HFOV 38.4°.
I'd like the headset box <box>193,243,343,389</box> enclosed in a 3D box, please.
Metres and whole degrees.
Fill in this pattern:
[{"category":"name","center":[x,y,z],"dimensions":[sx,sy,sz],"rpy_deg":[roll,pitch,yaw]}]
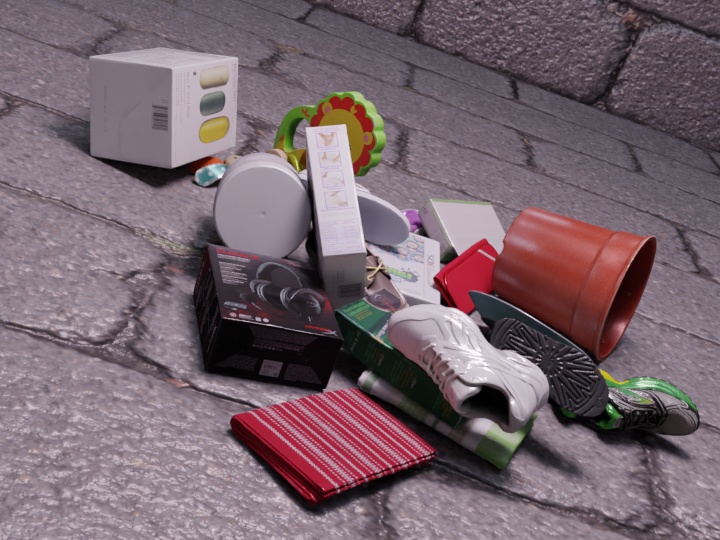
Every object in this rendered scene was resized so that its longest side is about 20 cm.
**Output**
[{"category":"headset box","center":[-0.117,0.048,1.246],"dimensions":[0.148,0.078,0.200],"rpy_deg":[12,26,-19]}]

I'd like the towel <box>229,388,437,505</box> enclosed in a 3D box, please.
[{"category":"towel","center":[-0.027,0.181,1.101],"dimensions":[0.144,0.023,0.199],"rpy_deg":[35,25,33]}]

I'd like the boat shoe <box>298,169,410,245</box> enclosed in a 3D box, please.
[{"category":"boat shoe","center":[-0.011,-0.105,1.565],"dimensions":[0.199,0.074,0.065],"rpy_deg":[27,35,5]}]

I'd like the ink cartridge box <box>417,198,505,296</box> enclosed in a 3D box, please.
[{"category":"ink cartridge box","center":[0.194,-0.028,1.711],"dimensions":[0.145,0.048,0.201],"rpy_deg":[1,55,-38]}]

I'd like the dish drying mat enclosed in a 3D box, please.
[{"category":"dish drying mat","center":[0.174,0.009,1.586],"dimensions":[0.077,0.018,0.200],"rpy_deg":[58,33,-1]}]

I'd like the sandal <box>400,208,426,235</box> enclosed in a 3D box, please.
[{"category":"sandal","center":[0.060,-0.081,1.707],"dimensions":[0.082,0.050,0.202],"rpy_deg":[27,24,16]}]

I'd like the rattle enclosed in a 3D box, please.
[{"category":"rattle","center":[-0.157,-0.182,1.642],"dimensions":[0.199,0.143,0.131],"rpy_deg":[24,41,-8]}]

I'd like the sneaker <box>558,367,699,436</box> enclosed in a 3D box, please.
[{"category":"sneaker","center":[0.347,0.187,1.355],"dimensions":[0.198,0.078,0.085],"rpy_deg":[11,30,0]}]

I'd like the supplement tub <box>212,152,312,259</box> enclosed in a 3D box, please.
[{"category":"supplement tub","center":[-0.134,-0.089,1.406],"dimensions":[0.131,0.133,0.200],"rpy_deg":[17,9,-10]}]

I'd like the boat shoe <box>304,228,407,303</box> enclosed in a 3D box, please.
[{"category":"boat shoe","center":[0.000,0.000,1.430],"dimensions":[0.072,0.060,0.200],"rpy_deg":[-18,55,-41]}]

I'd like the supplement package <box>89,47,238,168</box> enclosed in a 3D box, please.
[{"category":"supplement package","center":[-0.305,-0.260,1.620],"dimensions":[0.150,0.153,0.200],"rpy_deg":[11,19,20]}]

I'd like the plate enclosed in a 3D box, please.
[{"category":"plate","center":[0.229,0.090,1.427],"dimensions":[0.199,0.026,0.200],"rpy_deg":[31,-6,4]}]

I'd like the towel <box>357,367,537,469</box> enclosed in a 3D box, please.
[{"category":"towel","center":[0.107,0.162,1.257],"dimensions":[0.199,0.031,0.149],"rpy_deg":[30,27,15]}]

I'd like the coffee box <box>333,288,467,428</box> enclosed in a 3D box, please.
[{"category":"coffee box","center":[0.070,0.101,1.256],"dimensions":[0.199,0.044,0.123],"rpy_deg":[35,28,22]}]

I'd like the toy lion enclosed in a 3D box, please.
[{"category":"toy lion","center":[-0.053,-0.213,1.720],"dimensions":[0.199,0.193,0.068],"rpy_deg":[33,26,28]}]

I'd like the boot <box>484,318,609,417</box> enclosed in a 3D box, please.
[{"category":"boot","center":[0.225,0.127,1.307],"dimensions":[0.165,0.066,0.200],"rpy_deg":[39,-8,8]}]

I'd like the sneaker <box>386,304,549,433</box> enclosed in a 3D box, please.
[{"category":"sneaker","center":[0.110,0.109,1.146],"dimensions":[0.199,0.078,0.099],"rpy_deg":[28,34,14]}]

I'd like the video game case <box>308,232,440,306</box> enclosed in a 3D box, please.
[{"category":"video game case","center":[0.025,-0.021,1.550],"dimensions":[0.199,0.024,0.182],"rpy_deg":[18,31,-7]}]

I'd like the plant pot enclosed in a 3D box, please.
[{"category":"plant pot","center":[0.317,0.006,1.570],"dimensions":[0.194,0.202,0.200],"rpy_deg":[25,23,25]}]

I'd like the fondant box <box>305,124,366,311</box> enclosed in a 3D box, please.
[{"category":"fondant box","center":[-0.034,-0.068,1.351],"dimensions":[0.058,0.145,0.201],"rpy_deg":[-7,60,-6]}]
